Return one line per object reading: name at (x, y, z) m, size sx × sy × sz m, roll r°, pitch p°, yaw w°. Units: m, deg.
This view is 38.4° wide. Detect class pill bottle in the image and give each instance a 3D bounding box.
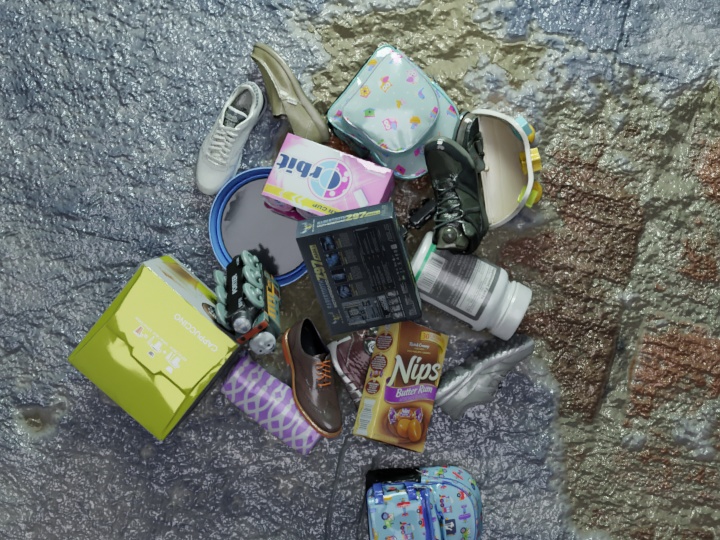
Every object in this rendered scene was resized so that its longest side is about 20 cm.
pill bottle at (0.175, 0.029, 1.708) m, size 0.198 × 0.113 × 0.114 m, roll 28°, pitch 92°, yaw -1°

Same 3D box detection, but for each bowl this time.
bowl at (-0.156, -0.073, 1.744) m, size 0.197 × 0.039 × 0.204 m, roll 0°, pitch 92°, yaw 1°

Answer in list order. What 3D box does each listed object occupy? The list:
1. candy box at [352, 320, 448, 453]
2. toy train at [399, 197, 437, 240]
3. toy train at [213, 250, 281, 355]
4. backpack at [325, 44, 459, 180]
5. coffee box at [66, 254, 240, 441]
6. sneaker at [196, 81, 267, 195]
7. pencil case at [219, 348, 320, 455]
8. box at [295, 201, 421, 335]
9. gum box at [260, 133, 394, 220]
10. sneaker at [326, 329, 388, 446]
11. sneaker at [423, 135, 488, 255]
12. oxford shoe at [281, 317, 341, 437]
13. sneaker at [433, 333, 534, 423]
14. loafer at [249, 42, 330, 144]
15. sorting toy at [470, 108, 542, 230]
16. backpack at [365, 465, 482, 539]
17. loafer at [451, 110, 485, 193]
candy box at (0.068, 0.187, 1.697) m, size 0.116 × 0.056 × 0.203 m, roll 21°, pitch 76°, yaw -35°
toy train at (0.053, -0.050, 1.741) m, size 0.199 × 0.046 × 0.034 m, roll -40°, pitch 77°, yaw 1°
toy train at (-0.172, 0.051, 1.640) m, size 0.085 × 0.201 × 0.114 m, roll -35°, pitch 119°, yaw 12°
backpack at (0.063, -0.247, 1.683) m, size 0.199 × 0.153 × 0.176 m, roll 40°, pitch 87°, yaw -9°
coffee box at (-0.315, 0.119, 1.672) m, size 0.199 × 0.198 × 0.201 m, roll 40°, pitch 94°, yaw -1°
sneaker at (-0.224, -0.222, 1.719) m, size 0.076 × 0.081 × 0.202 m, roll 24°, pitch 94°, yaw -2°
pencil case at (-0.144, 0.223, 1.734) m, size 0.199 × 0.086 × 0.084 m, roll 40°, pitch 108°, yaw -1°
box at (0.000, 0.000, 1.619) m, size 0.156 × 0.051 × 0.202 m, roll -12°, pitch 124°, yaw 10°
gum box at (-0.056, -0.133, 1.670) m, size 0.198 × 0.066 × 0.115 m, roll 20°, pitch 74°, yaw 11°
sneaker at (0.034, 0.187, 1.737) m, size 0.115 × 0.076 × 0.202 m, roll -31°, pitch 91°, yaw -1°
sneaker at (0.145, -0.107, 1.625) m, size 0.075 × 0.115 × 0.201 m, roll -6°, pitch 123°, yaw 24°
oxford shoe at (-0.075, 0.175, 1.697) m, size 0.070 × 0.073 × 0.202 m, roll -12°, pitch 68°, yaw -32°
sneaker at (0.213, 0.179, 1.744) m, size 0.199 × 0.075 × 0.082 m, roll -33°, pitch 106°, yaw 8°
loafer at (-0.127, -0.287, 1.717) m, size 0.067 × 0.076 × 0.201 m, roll -36°, pitch 91°, yaw -4°
sorting toy at (0.249, -0.171, 1.665) m, size 0.105 × 0.180 × 0.203 m, roll -8°, pitch 93°, yaw 1°
backpack at (0.110, 0.420, 1.716) m, size 0.197 × 0.135 × 0.186 m, roll -4°, pitch 93°, yaw -2°
loafer at (0.183, -0.162, 1.685) m, size 0.062 × 0.072 × 0.202 m, roll 21°, pitch 130°, yaw 25°
